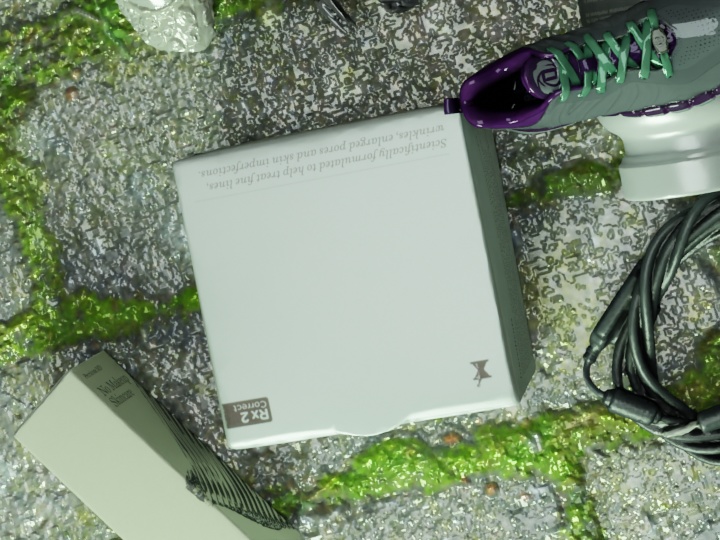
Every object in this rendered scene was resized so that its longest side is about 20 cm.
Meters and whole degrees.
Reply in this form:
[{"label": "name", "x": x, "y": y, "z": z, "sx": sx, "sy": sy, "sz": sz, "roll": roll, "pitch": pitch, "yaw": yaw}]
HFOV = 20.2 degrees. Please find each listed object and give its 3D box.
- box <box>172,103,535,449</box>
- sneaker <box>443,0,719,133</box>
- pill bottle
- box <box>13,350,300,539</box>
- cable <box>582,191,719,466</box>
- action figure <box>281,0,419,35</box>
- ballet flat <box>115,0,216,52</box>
[{"label": "box", "x": 0.000, "y": 0.000, "z": 1.349, "sx": 0.198, "sy": 0.131, "sz": 0.200, "roll": -10, "pitch": 96, "yaw": 11}, {"label": "sneaker", "x": 0.149, "y": -0.119, "z": 1.217, "sx": 0.200, "sy": 0.087, "sz": 0.075, "roll": -18, "pitch": 90, "yaw": 34}, {"label": "pill bottle", "x": 0.201, "y": -0.151, "z": 1.299, "sx": 0.116, "sy": 0.116, "sz": 0.200, "roll": -8, "pitch": 96, "yaw": 11}, {"label": "box", "x": -0.142, "y": 0.152, "z": 1.422, "sx": 0.200, "sy": 0.082, "sz": 0.068, "roll": 43, "pitch": 103, "yaw": 1}, {"label": "cable", "x": 0.252, "y": 0.037, "z": 1.339, "sx": 0.163, "sy": 0.051, "sz": 0.200, "roll": 33, "pitch": 109, "yaw": 3}, {"label": "action figure", "x": 0.017, "y": -0.242, "z": 1.348, "sx": 0.200, "sy": 0.069, "sz": 0.130, "roll": -33, "pitch": 98, "yaw": 17}, {"label": "ballet flat", "x": -0.161, "y": -0.239, "z": 1.380, "sx": 0.072, "sy": 0.072, "sz": 0.200, "roll": -20, "pitch": 94, "yaw": 12}]
